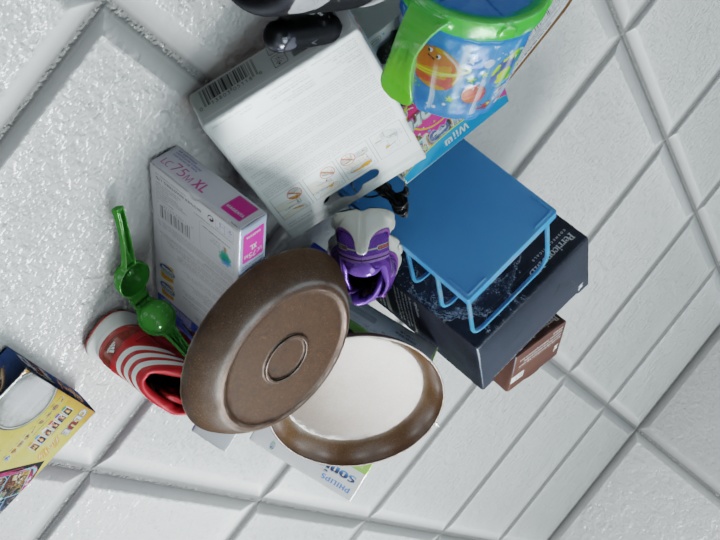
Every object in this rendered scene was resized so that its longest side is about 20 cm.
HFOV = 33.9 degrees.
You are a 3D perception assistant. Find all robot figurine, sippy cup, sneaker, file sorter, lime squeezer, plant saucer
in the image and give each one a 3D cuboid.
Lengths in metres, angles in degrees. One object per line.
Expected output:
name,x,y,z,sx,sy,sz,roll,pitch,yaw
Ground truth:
robot figurine,-0.041,-0.263,0.921,0.199,0.125,0.150,-19,163,-46
sippy cup,0.090,-0.210,1.047,0.176,0.140,0.131,-8,142,-16
sneaker,0.000,0.000,1.201,0.200,0.080,0.084,69,22,-75
file sorter,0.097,-0.050,1.316,0.139,0.200,0.123,-43,156,-13
lime squeezer,-0.187,0.026,1.088,0.038,0.070,0.201,-49,120,-45
plant saucer,-0.077,0.074,1.093,0.200,0.034,0.201,-34,143,-29
sneaker,-0.176,0.106,1.177,0.079,0.115,0.199,-56,151,14
plant saucer,-0.007,0.138,1.305,0.198,0.032,0.202,-5,130,-5

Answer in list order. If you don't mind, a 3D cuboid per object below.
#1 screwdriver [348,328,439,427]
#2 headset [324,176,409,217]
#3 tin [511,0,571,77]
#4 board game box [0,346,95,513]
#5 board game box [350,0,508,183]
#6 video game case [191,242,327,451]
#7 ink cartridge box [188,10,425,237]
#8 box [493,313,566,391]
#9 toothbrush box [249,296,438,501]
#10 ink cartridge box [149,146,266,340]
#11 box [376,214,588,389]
screwdriver,0.022,0.112,1.335,0.028,0.200,0.029,-55,-169,-31
headset,-0.029,-0.110,1.153,0.124,0.094,0.199,-50,141,10
tin,0.175,-0.285,1.318,0.200,0.042,0.112,-51,149,1
board game box,-0.351,0.175,1.084,0.200,0.035,0.136,-47,153,-7
board game box,0.059,-0.205,1.170,0.147,0.064,0.200,-39,144,-9
video game case,-0.093,0.075,1.248,0.182,0.045,0.200,-57,-179,15
ink cartridge box,-0.042,-0.132,1.085,0.161,0.050,0.200,-31,147,4
box,0.154,0.052,1.522,0.100,0.200,0.075,-32,149,-31
toothbrush box,-0.020,0.147,1.416,0.201,0.145,0.086,-61,177,17
ink cartridge box,-0.141,-0.004,1.090,0.042,0.119,0.201,-33,148,-35
box,0.140,-0.003,1.434,0.197,0.200,0.118,-43,152,-15
